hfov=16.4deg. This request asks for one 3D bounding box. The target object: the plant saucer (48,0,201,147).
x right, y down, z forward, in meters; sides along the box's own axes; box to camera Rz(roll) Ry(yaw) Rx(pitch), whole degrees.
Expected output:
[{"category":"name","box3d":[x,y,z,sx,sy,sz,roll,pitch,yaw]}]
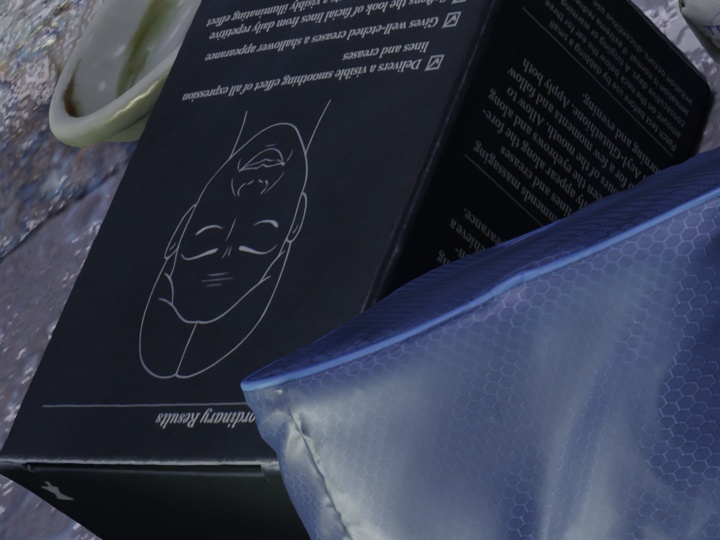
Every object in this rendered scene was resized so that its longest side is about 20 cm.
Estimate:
[{"category":"plant saucer","box3d":[-0.040,-0.116,0.971,0.200,0.050,0.200,-42,20,20]}]

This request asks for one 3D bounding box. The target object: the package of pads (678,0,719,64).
[{"category":"package of pads","box3d":[0.199,-0.128,0.726,0.200,0.068,0.155,-6,54,46]}]

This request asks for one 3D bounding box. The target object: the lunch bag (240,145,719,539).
[{"category":"lunch bag","box3d":[0.076,0.050,0.629,0.200,0.133,0.136,-24,2,32]}]

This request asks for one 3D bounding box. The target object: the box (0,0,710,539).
[{"category":"box","box3d":[0.000,0.000,0.798,0.148,0.107,0.200,-3,56,46]}]
